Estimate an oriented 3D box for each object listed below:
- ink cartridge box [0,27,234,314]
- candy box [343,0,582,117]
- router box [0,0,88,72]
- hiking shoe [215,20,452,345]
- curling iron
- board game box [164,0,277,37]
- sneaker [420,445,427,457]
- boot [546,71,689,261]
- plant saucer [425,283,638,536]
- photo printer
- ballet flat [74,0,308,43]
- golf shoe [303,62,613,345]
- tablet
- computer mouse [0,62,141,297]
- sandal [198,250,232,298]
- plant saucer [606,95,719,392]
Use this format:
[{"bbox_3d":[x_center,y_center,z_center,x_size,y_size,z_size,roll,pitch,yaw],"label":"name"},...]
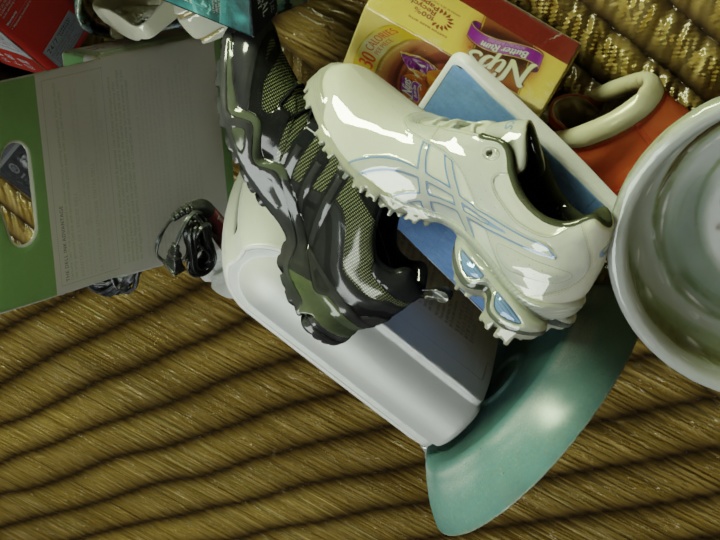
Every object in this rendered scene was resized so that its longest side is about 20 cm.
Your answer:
[{"bbox_3d":[-0.168,-0.066,1.306,0.048,0.199,0.146,14,113,46],"label":"ink cartridge box"},{"bbox_3d":[0.044,-0.099,1.228,0.116,0.057,0.200,31,154,2],"label":"candy box"},{"bbox_3d":[-0.297,-0.209,1.359,0.199,0.049,0.179,19,164,46],"label":"router box"},{"bbox_3d":[-0.014,-0.063,1.214,0.100,0.076,0.201,-19,97,17],"label":"hiking shoe"},{"bbox_3d":[-0.080,0.009,1.376,0.026,0.050,0.200,44,178,33],"label":"curling iron"},{"bbox_3d":[-0.112,-0.232,1.133,0.135,0.028,0.201,25,142,22],"label":"board game box"},{"bbox_3d":[0.064,0.103,1.594,0.115,0.076,0.201,36,149,11],"label":"sneaker"},{"bbox_3d":[0.127,-0.057,1.202,0.107,0.075,0.200,45,144,-22],"label":"boot"},{"bbox_3d":[0.101,0.078,1.325,0.036,0.200,0.200,39,155,-10],"label":"plant saucer"},{"bbox_3d":[0.000,0.000,1.343,0.200,0.167,0.069,38,124,-15],"label":"photo printer"},{"bbox_3d":[-0.102,-0.166,1.256,0.199,0.074,0.074,2,143,47],"label":"ballet flat"},{"bbox_3d":[0.058,-0.059,1.121,0.200,0.078,0.097,44,126,14],"label":"golf shoe"},{"bbox_3d":[0.073,-0.040,1.196,0.130,0.014,0.200,44,155,4],"label":"tablet"},{"bbox_3d":[-0.206,-0.077,1.440,0.200,0.053,0.138,44,144,-13],"label":"computer mouse"},{"bbox_3d":[-0.126,-0.069,1.449,0.203,0.050,0.082,57,145,11],"label":"sandal"},{"bbox_3d":[0.231,-0.022,1.102,0.199,0.050,0.201,3,124,5],"label":"plant saucer"}]
